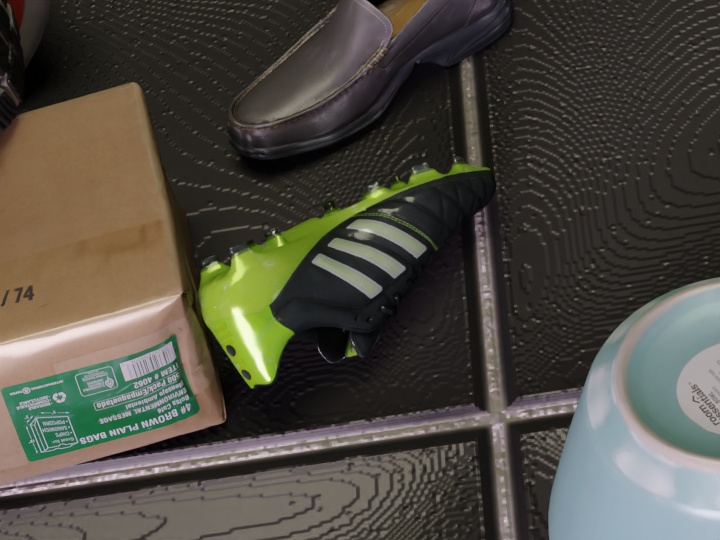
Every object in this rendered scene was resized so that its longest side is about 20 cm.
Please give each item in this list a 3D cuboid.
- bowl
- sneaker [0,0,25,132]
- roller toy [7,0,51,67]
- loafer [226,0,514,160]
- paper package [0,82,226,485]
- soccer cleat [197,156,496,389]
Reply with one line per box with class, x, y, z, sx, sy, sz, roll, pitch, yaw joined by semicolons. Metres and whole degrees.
bowl;0.180;0.079;1.057;0.199;0.105;0.202;-8;44;8
sneaker;-0.240;-0.089;1.213;0.084;0.077;0.201;-3;46;19
roller toy;-0.293;-0.182;1.387;0.181;0.201;0.140;-4;37;-32
loafer;0.000;-0.139;1.339;0.200;0.073;0.073;-37;49;-19
paper package;-0.188;0.014;1.221;0.199;0.104;0.191;-16;45;-1
soccer cleat;0.000;0.000;1.216;0.199;0.082;0.067;-26;3;-34
